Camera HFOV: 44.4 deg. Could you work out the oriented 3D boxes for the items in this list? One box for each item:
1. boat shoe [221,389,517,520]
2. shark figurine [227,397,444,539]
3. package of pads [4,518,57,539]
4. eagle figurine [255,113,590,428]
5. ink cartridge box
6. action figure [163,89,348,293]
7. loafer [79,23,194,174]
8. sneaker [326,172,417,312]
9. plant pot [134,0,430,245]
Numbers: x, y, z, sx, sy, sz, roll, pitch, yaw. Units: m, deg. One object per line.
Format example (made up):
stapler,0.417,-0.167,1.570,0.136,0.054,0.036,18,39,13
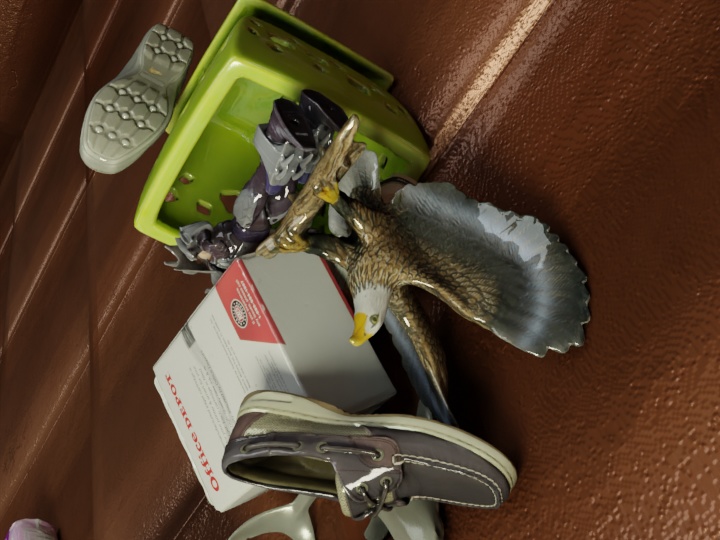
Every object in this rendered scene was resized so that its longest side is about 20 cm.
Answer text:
boat shoe,0.001,0.132,0.581,0.198,0.072,0.065,10,49,18
shark figurine,-0.022,0.158,0.675,0.214,0.089,0.129,-21,54,50
package of pads,-0.467,0.455,1.236,0.121,0.075,0.200,-62,31,9
eagle figurine,0.033,0.008,0.603,0.152,0.199,0.152,-60,11,-13
ink cartridge box,-0.080,0.092,0.736,0.200,0.082,0.148,-45,68,46
action figure,-0.081,-0.046,0.703,0.069,0.130,0.201,49,129,22
loafer,-0.207,-0.151,0.819,0.070,0.070,0.201,-52,14,43
sneaker,0.000,0.000,0.760,0.200,0.075,0.088,-51,7,43
plant pot,-0.075,-0.123,0.818,0.199,0.199,0.182,-50,28,31
